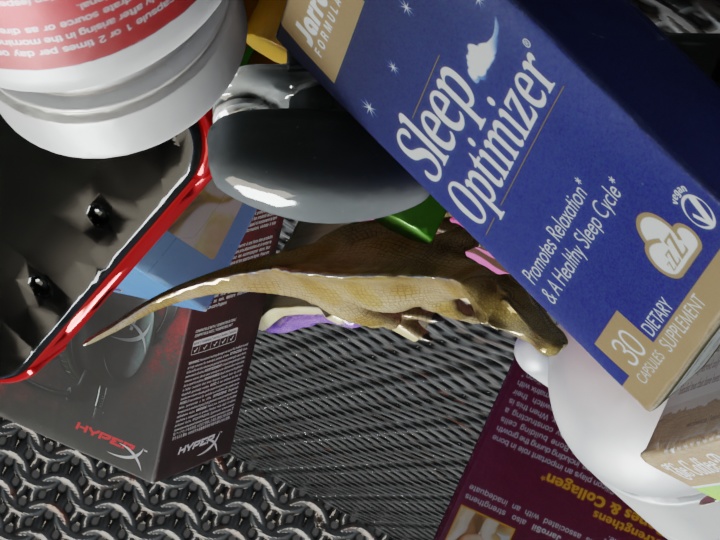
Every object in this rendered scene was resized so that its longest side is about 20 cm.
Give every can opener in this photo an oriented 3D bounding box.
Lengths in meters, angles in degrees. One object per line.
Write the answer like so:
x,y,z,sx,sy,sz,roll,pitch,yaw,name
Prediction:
0.048,-0.044,0.919,0.199,0.067,0.053,-4,150,-8,can opener

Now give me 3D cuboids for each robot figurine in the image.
0.152,0.058,1.253,0.169,0.113,0.200,10,164,29,robot figurine

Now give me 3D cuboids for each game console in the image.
-0.146,-0.059,1.013,0.177,0.031,0.200,42,134,-2,game console

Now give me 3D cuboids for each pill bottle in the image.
-0.094,-0.124,0.812,0.112,0.112,0.200,21,153,25,pill bottle

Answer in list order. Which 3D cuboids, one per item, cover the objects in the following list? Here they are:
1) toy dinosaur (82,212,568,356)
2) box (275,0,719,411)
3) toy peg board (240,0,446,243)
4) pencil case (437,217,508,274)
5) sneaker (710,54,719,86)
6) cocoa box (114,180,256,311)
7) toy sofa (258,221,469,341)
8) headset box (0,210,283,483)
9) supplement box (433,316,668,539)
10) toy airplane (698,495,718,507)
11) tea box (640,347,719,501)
0.000,0.000,1.037,0.199,0.059,0.101,1,-177,36,toy dinosaur
0.039,-0.058,0.827,0.200,0.032,0.121,46,155,11,box
-0.047,-0.097,1.005,0.200,0.098,0.199,15,166,45,toy peg board
0.074,-0.022,1.115,0.093,0.091,0.200,-19,-169,-28,pencil case
0.125,-0.088,0.738,0.086,0.080,0.200,38,161,-1,sneaker
-0.137,-0.089,1.159,0.200,0.134,0.131,34,166,-35,cocoa box
0.022,-0.001,1.310,0.083,0.098,0.200,27,171,-11,toy sofa
-0.118,-0.024,1.339,0.148,0.201,0.077,22,-161,23,headset box
0.106,0.116,1.408,0.110,0.201,0.086,23,170,10,supplement box
0.233,0.103,1.080,0.199,0.200,0.141,30,143,12,toy airplane
0.221,0.040,0.926,0.196,0.134,0.200,27,170,-3,tea box
